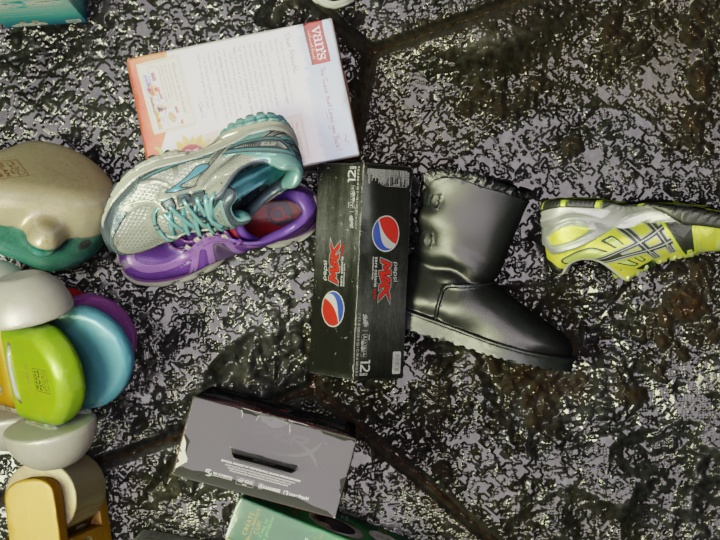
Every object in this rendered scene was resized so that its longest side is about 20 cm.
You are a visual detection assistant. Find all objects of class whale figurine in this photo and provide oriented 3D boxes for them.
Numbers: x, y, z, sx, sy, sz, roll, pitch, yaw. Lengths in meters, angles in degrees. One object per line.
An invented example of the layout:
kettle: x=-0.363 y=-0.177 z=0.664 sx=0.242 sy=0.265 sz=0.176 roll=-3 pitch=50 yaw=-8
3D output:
whale figurine: x=-0.323 y=-0.050 z=1.417 sx=0.159 sy=0.200 sz=0.104 roll=45 pitch=128 yaw=36

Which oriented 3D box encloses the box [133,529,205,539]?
box: x=-0.126 y=0.337 z=1.437 sx=0.200 sy=0.106 sz=0.152 roll=9 pitch=88 yaw=0

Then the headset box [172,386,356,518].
headset box: x=-0.083 y=0.161 z=1.395 sx=0.149 sy=0.200 sz=0.075 roll=15 pitch=88 yaw=-1

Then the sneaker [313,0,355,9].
sneaker: x=-0.051 y=-0.349 z=1.469 sx=0.074 sy=0.079 sz=0.200 roll=-26 pitch=88 yaw=1

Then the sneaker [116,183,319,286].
sneaker: x=-0.136 y=-0.043 z=1.458 sx=0.200 sy=0.083 sz=0.081 roll=-19 pitch=89 yaw=0

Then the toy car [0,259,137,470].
toy car: x=-0.279 y=0.074 z=1.405 sx=0.150 sy=0.200 sz=0.175 roll=-17 pitch=105 yaw=-32

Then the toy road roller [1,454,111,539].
toy road roller: x=-0.313 y=0.273 z=1.433 sx=0.146 sy=0.123 sz=0.200 roll=-5 pitch=89 yaw=11

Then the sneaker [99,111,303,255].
sneaker: x=-0.142 y=-0.068 z=1.390 sx=0.200 sy=0.086 sz=0.078 roll=-31 pitch=133 yaw=0

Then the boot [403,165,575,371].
boot: x=0.125 y=-0.004 z=1.461 sx=0.198 sy=0.073 sz=0.163 roll=17 pitch=93 yaw=8

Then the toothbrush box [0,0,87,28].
toothbrush box: x=-0.309 y=-0.311 z=1.406 sx=0.085 sy=0.200 sz=0.147 roll=-5 pitch=88 yaw=0

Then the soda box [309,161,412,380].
soda box: x=0.000 y=0.000 z=1.441 sx=0.063 sy=0.071 sz=0.200 roll=2 pitch=92 yaw=-40

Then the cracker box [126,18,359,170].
cracker box: x=-0.110 y=-0.153 z=1.474 sx=0.200 sy=0.058 sz=0.134 roll=-11 pitch=90 yaw=0

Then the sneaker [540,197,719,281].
sneaker: x=0.271 y=-0.029 z=1.472 sx=0.200 sy=0.075 sz=0.076 roll=3 pitch=96 yaw=10

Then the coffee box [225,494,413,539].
coffee box: x=-0.023 y=0.255 z=1.434 sx=0.200 sy=0.123 sz=0.044 roll=21 pitch=91 yaw=-1
